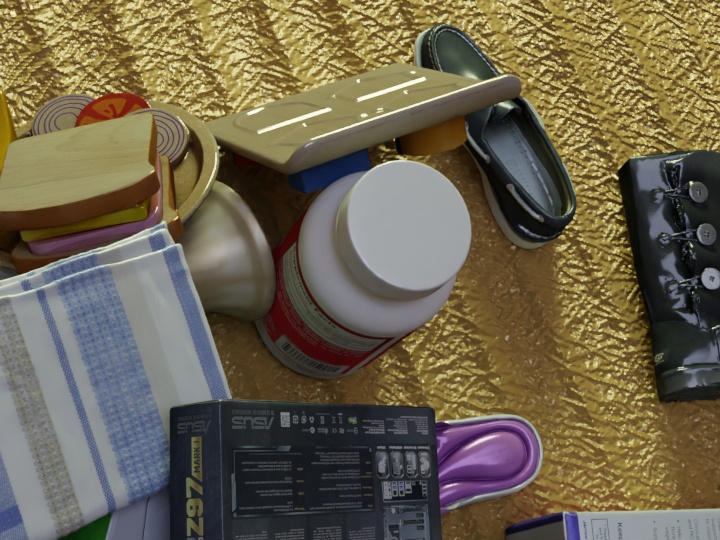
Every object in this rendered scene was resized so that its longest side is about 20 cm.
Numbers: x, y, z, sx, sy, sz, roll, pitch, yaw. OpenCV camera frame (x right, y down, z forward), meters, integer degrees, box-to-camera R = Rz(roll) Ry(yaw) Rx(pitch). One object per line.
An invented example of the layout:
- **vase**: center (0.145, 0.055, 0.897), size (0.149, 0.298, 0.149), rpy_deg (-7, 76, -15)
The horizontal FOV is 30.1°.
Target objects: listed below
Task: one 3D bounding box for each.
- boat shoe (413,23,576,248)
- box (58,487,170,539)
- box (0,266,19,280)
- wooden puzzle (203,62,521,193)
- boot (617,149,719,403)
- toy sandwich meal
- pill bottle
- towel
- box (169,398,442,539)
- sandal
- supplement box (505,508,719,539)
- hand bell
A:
- **boat shoe**: center (0.112, -0.117, 1.070), size (0.075, 0.060, 0.202), rpy_deg (-30, 85, -25)
- **box**: center (-0.111, 0.209, 0.843), size (0.175, 0.096, 0.203), rpy_deg (28, 60, -28)
- **box**: center (-0.293, 0.027, 0.889), size (0.197, 0.049, 0.083), rpy_deg (18, 68, -14)
- **wooden puzzle**: center (-0.006, -0.102, 0.960), size (0.183, 0.199, 0.047), rpy_deg (-20, 108, -23)
- **boot**: center (0.301, 0.001, 1.104), size (0.162, 0.066, 0.203), rpy_deg (1, 69, -21)
- **toy sandwich meal**: center (-0.188, -0.071, 0.894), size (0.202, 0.071, 0.207), rpy_deg (-6, 42, 5)
- **pill bottle**: center (0.000, 0.000, 0.918), size (0.110, 0.200, 0.114), rpy_deg (6, 72, -18)
- **towel**: center (-0.164, 0.068, 0.764), size (0.198, 0.024, 0.149), rpy_deg (-22, 94, -39)
- **box**: center (-0.027, 0.162, 0.817), size (0.198, 0.051, 0.160), rpy_deg (7, 76, -47)
- **sandal**: center (0.048, 0.146, 0.972), size (0.200, 0.050, 0.083), rpy_deg (-19, 80, -23)
- **supplement box**: center (0.220, 0.230, 0.979), size (0.197, 0.101, 0.105), rpy_deg (1, 73, -19)
- **hand bell**: center (-0.163, 0.023, 0.887), size (0.199, 0.104, 0.105), rpy_deg (-27, 83, -35)
